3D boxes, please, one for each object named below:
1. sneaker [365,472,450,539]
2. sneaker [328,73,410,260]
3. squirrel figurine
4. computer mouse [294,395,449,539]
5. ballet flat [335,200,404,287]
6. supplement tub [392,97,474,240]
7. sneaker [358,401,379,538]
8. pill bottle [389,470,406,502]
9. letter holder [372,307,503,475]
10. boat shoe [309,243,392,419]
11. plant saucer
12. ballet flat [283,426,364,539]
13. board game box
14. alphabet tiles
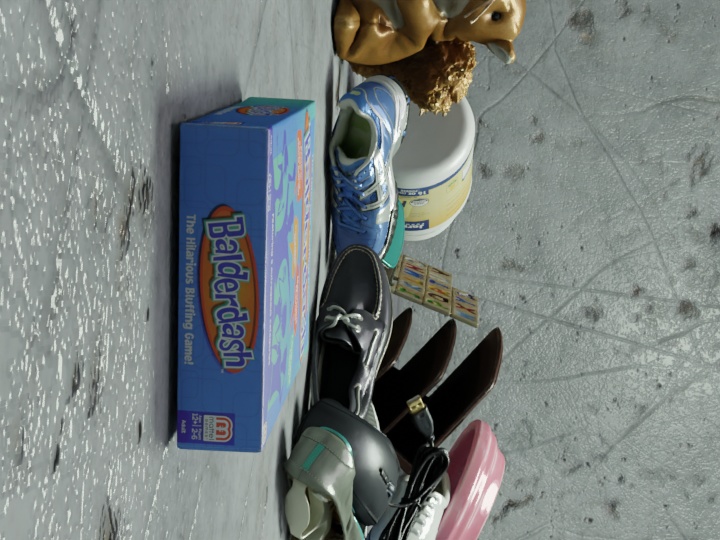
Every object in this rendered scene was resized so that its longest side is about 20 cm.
[{"bbox_3d":[0.050,0.258,1.413,0.200,0.072,0.071,-65,175,-69],"label":"sneaker"},{"bbox_3d":[-0.005,-0.090,1.332,0.077,0.075,0.202,-23,121,-56],"label":"sneaker"},{"bbox_3d":[0.073,-0.253,1.377,0.201,0.185,0.143,86,8,-61],"label":"squirrel figurine"},{"bbox_3d":[0.024,0.162,1.211,0.141,0.046,0.200,-59,135,-27],"label":"computer mouse"},{"bbox_3d":[0.000,0.000,1.422,0.075,0.073,0.201,88,10,-47],"label":"ballet flat"},{"bbox_3d":[0.060,-0.128,1.578,0.200,0.143,0.146,81,12,-69],"label":"supplement tub"},{"bbox_3d":[-0.017,0.196,1.264,0.091,0.066,0.202,86,10,-77],"label":"sneaker"},{"bbox_3d":[0.027,0.226,1.587,0.200,0.111,0.113,81,13,-71],"label":"pill bottle"},{"bbox_3d":[0.072,0.102,1.453,0.142,0.100,0.200,-46,-175,16],"label":"letter holder"},{"bbox_3d":[-0.009,0.063,1.252,0.063,0.072,0.202,91,8,-70],"label":"boat shoe"},{"bbox_3d":[0.110,0.270,1.551,0.202,0.051,0.201,-63,-179,2],"label":"plant saucer"},{"bbox_3d":[-0.037,0.205,1.127,0.064,0.067,0.201,-51,154,-33],"label":"ballet flat"},{"bbox_3d":[-0.056,-0.009,0.712,0.200,0.045,0.154,-72,164,-78],"label":"board game box"},{"bbox_3d":[0.060,0.009,1.580,0.200,0.166,0.008,-69,-179,-77],"label":"alphabet tiles"}]
